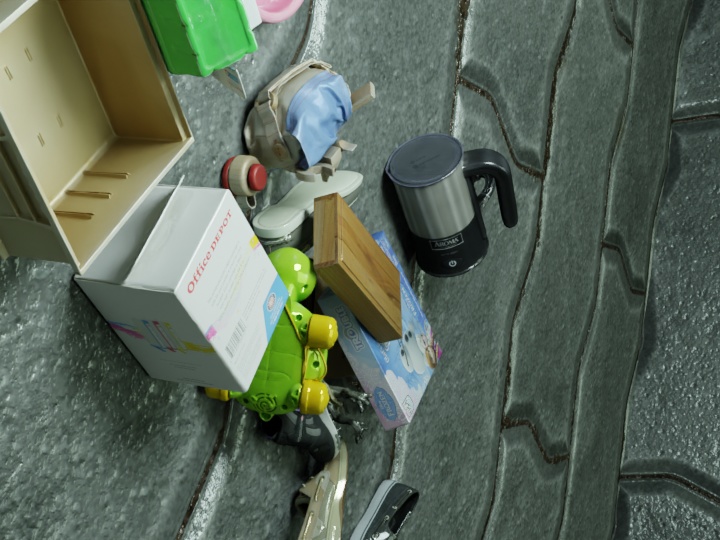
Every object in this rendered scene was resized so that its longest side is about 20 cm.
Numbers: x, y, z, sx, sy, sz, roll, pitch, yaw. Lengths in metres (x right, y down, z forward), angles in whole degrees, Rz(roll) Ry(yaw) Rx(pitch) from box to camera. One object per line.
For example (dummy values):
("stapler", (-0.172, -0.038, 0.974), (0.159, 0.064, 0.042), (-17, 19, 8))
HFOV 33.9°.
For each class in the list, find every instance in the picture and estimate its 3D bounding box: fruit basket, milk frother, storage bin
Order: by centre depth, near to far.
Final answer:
("storage bin", (-0.261, -0.140, 1.030), (0.201, 0.093, 0.200), (-58, 143, -41))
("fruit basket", (-0.169, -0.271, 1.098), (0.093, 0.200, 0.186), (-26, 128, -11))
("milk frother", (0.131, -0.132, 1.792), (0.201, 0.179, 0.189), (-120, -173, -48))

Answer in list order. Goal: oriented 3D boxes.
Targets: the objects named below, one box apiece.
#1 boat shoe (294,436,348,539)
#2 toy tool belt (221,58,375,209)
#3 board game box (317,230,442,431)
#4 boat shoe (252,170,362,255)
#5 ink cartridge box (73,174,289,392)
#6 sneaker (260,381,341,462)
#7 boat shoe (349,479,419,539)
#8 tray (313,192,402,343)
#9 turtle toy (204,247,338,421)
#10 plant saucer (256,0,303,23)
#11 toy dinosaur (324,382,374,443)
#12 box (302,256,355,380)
("boat shoe", (-0.053, 0.299, 1.547), (0.201, 0.064, 0.073), (-84, -178, -45))
("toy tool belt", (-0.067, -0.159, 1.375), (0.201, 0.122, 0.126), (-61, 145, -37))
("board game box", (0.032, 0.076, 1.581), (0.201, 0.043, 0.199), (63, 27, -16))
("boat shoe", (-0.062, -0.068, 1.465), (0.201, 0.071, 0.061), (-38, 130, -47))
("ink cartridge box", (-0.179, 0.009, 1.184), (0.129, 0.124, 0.201), (-66, 148, -32))
("sneaker", (-0.087, 0.189, 1.488), (0.087, 0.076, 0.201), (-36, 140, -20))
("boat shoe", (0.029, 0.394, 1.745), (0.201, 0.056, 0.069), (-61, 145, -38))
("tray", (0.000, 0.000, 1.446), (0.200, 0.037, 0.100), (51, 32, -53))
("turtle toy", (-0.095, 0.074, 1.364), (0.101, 0.144, 0.202), (-30, 129, -84))
("plant saucer", (-0.117, -0.378, 1.315), (0.200, 0.050, 0.203), (-17, 109, -61))
("toy dinosaur", (-0.029, 0.169, 1.518), (0.048, 0.088, 0.201), (-51, 156, -24))
("box", (-0.024, 0.063, 1.615), (0.199, 0.021, 0.166), (0, 94, -62))
